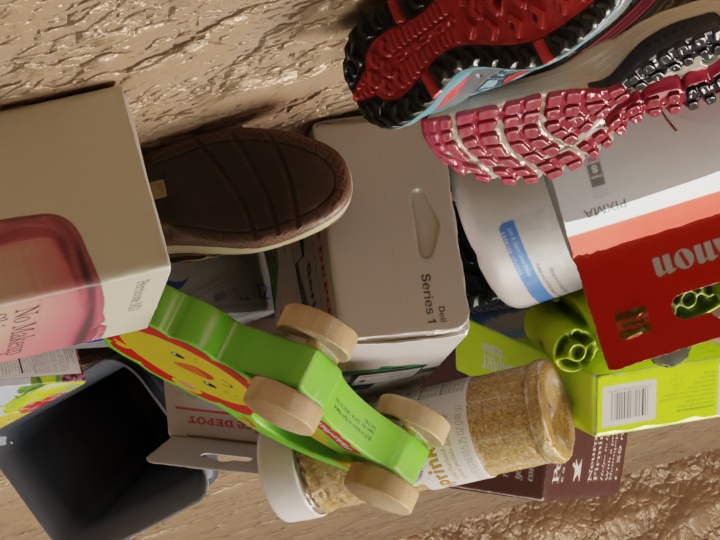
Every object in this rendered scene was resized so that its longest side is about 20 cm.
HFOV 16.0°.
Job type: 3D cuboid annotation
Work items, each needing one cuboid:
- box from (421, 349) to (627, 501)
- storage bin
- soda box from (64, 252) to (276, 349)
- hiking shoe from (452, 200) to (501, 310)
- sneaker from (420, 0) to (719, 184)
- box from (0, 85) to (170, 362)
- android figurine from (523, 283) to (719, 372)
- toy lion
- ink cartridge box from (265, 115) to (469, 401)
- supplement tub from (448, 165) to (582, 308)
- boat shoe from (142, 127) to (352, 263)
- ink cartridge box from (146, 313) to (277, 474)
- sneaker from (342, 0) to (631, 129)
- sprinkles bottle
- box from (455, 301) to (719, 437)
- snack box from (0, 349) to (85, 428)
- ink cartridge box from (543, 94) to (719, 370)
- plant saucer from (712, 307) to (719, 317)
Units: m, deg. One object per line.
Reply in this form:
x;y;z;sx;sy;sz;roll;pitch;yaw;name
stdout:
0.104;0.082;1.943;0.163;0.167;0.200;8;180;22;box
-0.168;0.102;1.923;0.200;0.146;0.134;-30;-171;44;storage bin
-0.150;0.011;1.675;0.068;0.064;0.199;-25;165;41;soda box
0.072;-0.019;1.768;0.086;0.075;0.200;-14;-169;-27;hiking shoe
0.128;-0.112;1.441;0.199;0.075;0.081;-21;144;5;sneaker
-0.216;-0.012;1.396;0.198;0.110;0.128;-13;166;-14;box
0.188;0.000;1.645;0.181;0.041;0.200;-29;-156;-7;android figurine
-0.068;0.064;1.547;0.191;0.069;0.200;14;161;37;toy lion
0.000;0.000;1.628;0.084;0.147;0.200;-5;164;-12;ink cartridge box
0.163;-0.067;1.595;0.199;0.133;0.132;-19;167;13;supplement tub
-0.103;-0.040;1.522;0.201;0.075;0.075;-5;171;4;boat shoe
-0.062;0.071;1.792;0.114;0.068;0.200;4;-159;23;ink cartridge box
0.079;-0.141;1.348;0.095;0.080;0.199;-22;-179;-43;sneaker
0.035;0.109;1.634;0.199;0.069;0.068;-14;169;20;sprinkles bottle
0.152;0.058;1.719;0.121;0.048;0.200;-7;-164;-27;box
-0.314;0.094;1.842;0.142;0.053;0.199;-2;160;-45;snack box
0.189;-0.063;1.485;0.161;0.201;0.057;-17;169;2;ink cartridge box
0.183;-0.002;1.851;0.199;0.032;0.200;19;-174;-2;plant saucer
